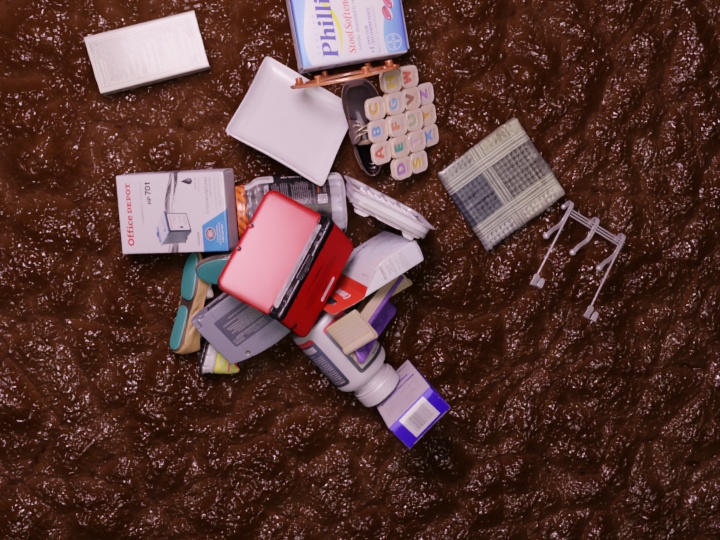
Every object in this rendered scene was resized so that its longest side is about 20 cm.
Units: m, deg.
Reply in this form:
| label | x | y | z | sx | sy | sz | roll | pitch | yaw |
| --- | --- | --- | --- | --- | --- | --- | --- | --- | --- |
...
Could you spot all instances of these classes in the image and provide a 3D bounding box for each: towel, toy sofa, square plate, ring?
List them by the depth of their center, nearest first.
| label | x | y | z | sx | sy | sz | roll | pitch | yaw |
| --- | --- | --- | --- | --- | --- | --- | --- | --- | --- |
| ring | -0.028 | -0.352 | 1.554 | 0.200 | 0.200 | 0.019 | -14 | 106 | -6 |
| square plate | -0.125 | -0.272 | 1.599 | 0.198 | 0.028 | 0.200 | 28 | 58 | -11 |
| toy sofa | 0.028 | 0.077 | 1.626 | 0.083 | 0.200 | 0.098 | -34 | 101 | 37 |
| towel | 0.278 | -0.171 | 1.718 | 0.200 | 0.035 | 0.193 | -35 | 99 | 0 |

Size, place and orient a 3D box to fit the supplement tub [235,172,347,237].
| label | x | y | z | sx | sy | sz | roll | pitch | yaw |
| --- | --- | --- | --- | --- | --- | --- | --- | --- | --- |
| supplement tub | -0.129 | -0.116 | 1.616 | 0.199 | 0.123 | 0.123 | -4 | 99 | -8 |

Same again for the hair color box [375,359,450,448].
| label | x | y | z | sx | sy | sz | roll | pitch | yaw |
| --- | --- | --- | --- | --- | --- | --- | --- | --- | --- |
| hair color box | 0.092 | 0.251 | 1.664 | 0.109 | 0.200 | 0.065 | -45 | 104 | 0 |

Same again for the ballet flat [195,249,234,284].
| label | x | y | z | sx | sy | sz | roll | pitch | yaw |
| --- | --- | --- | --- | --- | --- | --- | --- | --- | --- |
| ballet flat | -0.204 | -0.016 | 1.612 | 0.199 | 0.064 | 0.068 | -6 | 123 | 4 |

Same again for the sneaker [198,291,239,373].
| label | x | y | z | sx | sy | sz | roll | pitch | yaw |
| --- | --- | --- | --- | --- | --- | --- | --- | --- | --- |
| sneaker | -0.241 | 0.108 | 1.665 | 0.090 | 0.078 | 0.201 | 16 | 102 | -19 |

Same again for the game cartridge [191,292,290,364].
| label | x | y | z | sx | sy | sz | roll | pitch | yaw |
| --- | --- | --- | --- | --- | --- | --- | --- | --- | --- |
| game cartridge | -0.191 | 0.079 | 1.594 | 0.200 | 0.042 | 0.133 | -36 | 119 | 8 |

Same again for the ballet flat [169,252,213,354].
| label | x | y | z | sx | sy | sz | roll | pitch | yaw |
| --- | --- | --- | --- | --- | --- | --- | --- | --- | --- |
| ballet flat | -0.314 | 0.061 | 1.656 | 0.063 | 0.069 | 0.201 | 8 | 101 | -38 |

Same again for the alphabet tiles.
| label | x | y | z | sx | sy | sz | roll | pitch | yaw |
| --- | --- | --- | --- | --- | --- | --- | --- | --- | --- |
| alphabet tiles | 0.082 | -0.274 | 1.612 | 0.195 | 0.015 | 0.201 | -24 | 114 | -43 |

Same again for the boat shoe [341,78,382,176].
| label | x | y | z | sx | sy | sz | roll | pitch | yaw |
| --- | --- | --- | --- | --- | --- | --- | --- | --- | --- |
| boat shoe | 0.014 | -0.259 | 1.597 | 0.074 | 0.073 | 0.200 | -16 | 134 | 2 |

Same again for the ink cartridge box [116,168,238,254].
| label | x | y | z | sx | sy | sz | roll | pitch | yaw |
| --- | --- | --- | --- | --- | --- | --- | --- | --- | --- |
| ink cartridge box | -0.331 | -0.107 | 1.585 | 0.199 | 0.086 | 0.147 | -2 | 99 | 5 |

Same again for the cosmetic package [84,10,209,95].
| label | x | y | z | sx | sy | sz | roll | pitch | yaw |
| --- | --- | --- | --- | --- | --- | --- | --- | --- | --- |
| cosmetic package | -0.380 | -0.389 | 1.563 | 0.199 | 0.073 | 0.104 | -15 | 100 | -6 |

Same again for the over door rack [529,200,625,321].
| label | x | y | z | sx | sy | sz | roll | pitch | yaw |
| --- | --- | --- | --- | --- | --- | --- | --- | --- | --- |
| over door rack | 0.427 | -0.018 | 1.732 | 0.147 | 0.067 | 0.200 | 29 | 73 | -11 |

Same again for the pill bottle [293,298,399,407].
| label | x | y | z | sx | sy | sz | roll | pitch | yaw |
| --- | --- | --- | --- | --- | --- | --- | --- | --- | --- |
| pill bottle | -0.023 | 0.162 | 1.676 | 0.120 | 0.120 | 0.200 | -41 | 102 | 0 |

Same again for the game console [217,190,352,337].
| label | x | y | z | sx | sy | sz | roll | pitch | yaw |
| --- | --- | --- | --- | --- | --- | --- | --- | --- | --- |
| game console | -0.128 | -0.009 | 1.542 | 0.118 | 0.172 | 0.200 | 22 | 78 | 29 |

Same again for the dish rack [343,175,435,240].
| label | x | y | z | sx | sy | sz | roll | pitch | yaw |
| --- | --- | --- | --- | --- | --- | --- | --- | --- | --- |
| dish rack | 0.043 | -0.111 | 1.603 | 0.171 | 0.200 | 0.044 | 27 | 98 | -11 |

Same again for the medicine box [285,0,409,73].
| label | x | y | z | sx | sy | sz | roll | pitch | yaw |
| --- | --- | --- | --- | --- | --- | --- | --- | --- | --- |
| medicine box | -0.030 | -0.469 | 1.587 | 0.199 | 0.103 | 0.183 | -11 | 100 | -7 |

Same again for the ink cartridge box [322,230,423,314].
| label | x | y | z | sx | sy | sz | roll | pitch | yaw |
| --- | --- | --- | --- | --- | --- | --- | --- | --- | --- |
| ink cartridge box | 0.000 | 0.000 | 1.618 | 0.200 | 0.160 | 0.047 | -30 | 108 | -12 |
